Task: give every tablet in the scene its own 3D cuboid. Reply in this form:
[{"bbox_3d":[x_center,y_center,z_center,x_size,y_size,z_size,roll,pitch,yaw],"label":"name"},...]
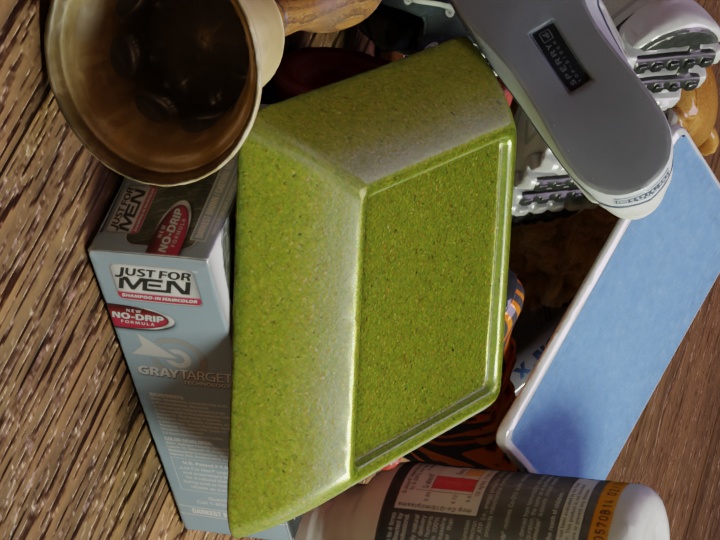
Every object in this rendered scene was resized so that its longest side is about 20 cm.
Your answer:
[{"bbox_3d":[0.144,0.030,1.558,0.201,0.014,0.130,-60,147,-11],"label":"tablet"}]

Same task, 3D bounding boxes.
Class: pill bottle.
[{"bbox_3d":[0.058,0.162,1.514,0.116,0.199,0.117,5,90,-72],"label":"pill bottle"}]

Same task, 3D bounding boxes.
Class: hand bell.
[{"bbox_3d":[-0.040,-0.112,1.238,0.200,0.104,0.105,-30,123,-57],"label":"hand bell"}]

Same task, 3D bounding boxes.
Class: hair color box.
[{"bbox_3d":[-0.062,0.025,1.330,0.201,0.060,0.099,75,27,-46],"label":"hair color box"}]

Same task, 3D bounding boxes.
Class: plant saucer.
[{"bbox_3d":[0.015,0.009,1.321,0.199,0.048,0.201,-25,123,-54],"label":"plant saucer"}]

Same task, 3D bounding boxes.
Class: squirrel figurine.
[{"bbox_3d":[0.112,-0.071,1.648,0.141,0.185,0.201,28,68,-71],"label":"squirrel figurine"}]

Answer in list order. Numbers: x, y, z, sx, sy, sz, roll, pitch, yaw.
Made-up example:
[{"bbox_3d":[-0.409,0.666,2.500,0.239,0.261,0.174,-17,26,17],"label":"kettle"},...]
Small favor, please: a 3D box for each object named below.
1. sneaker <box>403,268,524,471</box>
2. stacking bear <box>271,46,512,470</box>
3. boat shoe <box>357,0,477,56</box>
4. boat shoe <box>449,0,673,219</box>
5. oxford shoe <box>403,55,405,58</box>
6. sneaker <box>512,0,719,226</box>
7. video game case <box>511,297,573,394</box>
[{"bbox_3d":[0.076,0.065,1.562,0.078,0.112,0.200,-57,-178,-25],"label":"sneaker"},{"bbox_3d":[0.000,0.000,1.453,0.114,0.121,0.201,-35,133,-65],"label":"stacking bear"},{"bbox_3d":[0.017,-0.141,1.456,0.199,0.075,0.061,23,76,-39],"label":"boat shoe"},{"bbox_3d":[0.096,-0.112,1.399,0.203,0.074,0.086,59,-1,19],"label":"boat shoe"},{"bbox_3d":[0.027,-0.084,1.558,0.073,0.084,0.201,33,73,-40],"label":"oxford shoe"},{"bbox_3d":[0.120,-0.095,1.506,0.200,0.075,0.081,-53,-129,46],"label":"sneaker"},{"bbox_3d":[0.136,-0.003,1.726,0.022,0.182,0.200,47,10,-9],"label":"video game case"}]
